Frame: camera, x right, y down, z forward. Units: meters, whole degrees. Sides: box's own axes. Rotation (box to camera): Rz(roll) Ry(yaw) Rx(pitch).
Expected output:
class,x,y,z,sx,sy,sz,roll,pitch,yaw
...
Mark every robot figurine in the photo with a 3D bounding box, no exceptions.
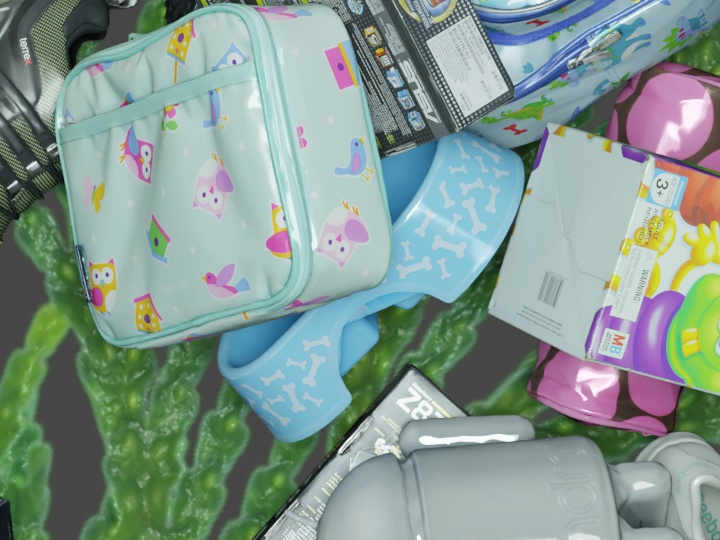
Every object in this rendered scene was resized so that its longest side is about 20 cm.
class,x,y,z,sx,sy,sz,roll,pitch,yaw
robot figurine,0.063,0.145,1.240,0.199,0.113,0.170,-6,48,-4

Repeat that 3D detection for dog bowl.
class,x,y,z,sx,sy,sz,roll,pitch,yaw
dog bowl,0.000,0.000,1.264,0.049,0.112,0.200,37,112,-22

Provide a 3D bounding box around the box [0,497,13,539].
class,x,y,z,sx,sy,sz,roll,pitch,yaw
box,-0.237,0.228,1.238,0.123,0.197,0.201,-6,90,0

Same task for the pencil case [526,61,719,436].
class,x,y,z,sx,sy,sz,roll,pitch,yaw
pencil case,0.161,-0.009,1.306,0.093,0.091,0.201,20,92,-38

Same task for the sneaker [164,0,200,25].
class,x,y,z,sx,sy,sz,roll,pitch,yaw
sneaker,-0.058,-0.114,1.314,0.082,0.070,0.201,-8,93,-18

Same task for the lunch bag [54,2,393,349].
class,x,y,z,sx,sy,sz,roll,pitch,yaw
lunch bag,-0.077,-0.049,1.213,0.077,0.199,0.161,-11,88,-40

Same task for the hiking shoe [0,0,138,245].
class,x,y,z,sx,sy,sz,roll,pitch,yaw
hiking shoe,-0.180,-0.065,1.299,0.100,0.076,0.201,13,89,2

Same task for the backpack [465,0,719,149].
class,x,y,z,sx,sy,sz,roll,pitch,yaw
backpack,0.080,-0.175,1.261,0.200,0.147,0.183,-37,70,8

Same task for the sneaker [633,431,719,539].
class,x,y,z,sx,sy,sz,roll,pitch,yaw
sneaker,0.221,0.177,1.297,0.075,0.088,0.200,-42,101,-4

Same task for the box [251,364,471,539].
class,x,y,z,sx,sy,sz,roll,pitch,yaw
box,0.048,0.175,1.319,0.200,0.049,0.161,41,91,-2

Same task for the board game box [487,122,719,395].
class,x,y,z,sx,sy,sz,roll,pitch,yaw
board game box,0.184,0.006,1.214,0.199,0.105,0.104,15,96,-27

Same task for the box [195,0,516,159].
class,x,y,z,sx,sy,sz,roll,pitch,yaw
box,-0.025,-0.150,1.208,0.044,0.160,0.201,-32,98,-31
